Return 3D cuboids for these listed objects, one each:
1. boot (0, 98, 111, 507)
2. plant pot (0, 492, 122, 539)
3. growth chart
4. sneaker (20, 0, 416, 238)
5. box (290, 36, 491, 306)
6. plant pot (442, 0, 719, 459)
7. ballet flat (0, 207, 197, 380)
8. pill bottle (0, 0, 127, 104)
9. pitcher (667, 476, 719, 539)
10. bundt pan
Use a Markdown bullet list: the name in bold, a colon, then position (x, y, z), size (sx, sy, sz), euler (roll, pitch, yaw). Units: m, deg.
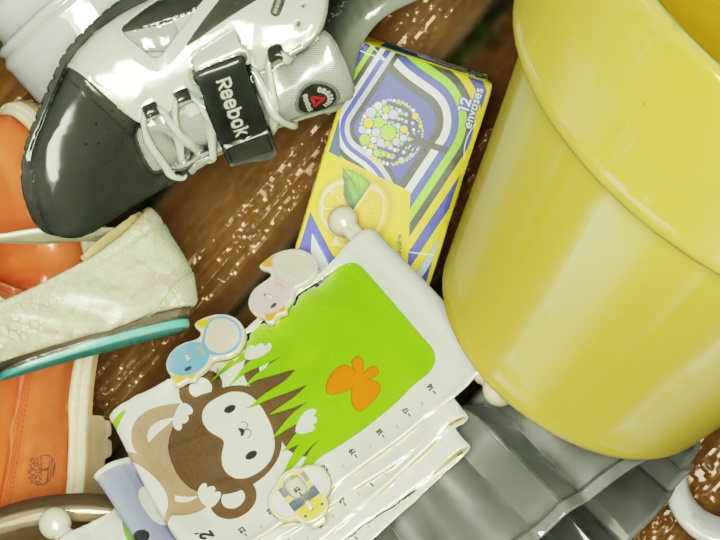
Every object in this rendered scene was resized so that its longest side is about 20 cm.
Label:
- **boot**: position (-0.168, 0.027, 0.873), size (0.107, 0.075, 0.202), euler (-7, 101, -38)
- **plant pot**: position (-0.121, 0.190, 0.875), size (0.199, 0.093, 0.203), euler (0, 99, -2)
- **growth chart**: position (-0.036, 0.071, 0.801), size (0.200, 0.018, 0.144), euler (-45, 56, -13)
- **sneaker**: position (-0.052, -0.082, 0.812), size (0.200, 0.088, 0.074), euler (-47, 143, -16)
- **box**: position (0.000, 0.000, 0.896), size (0.064, 0.070, 0.202), euler (17, 99, 0)
- **plant pot**: position (0.128, -0.034, 0.758), size (0.200, 0.201, 0.189), euler (29, 127, -6)
- **ballet flat**: position (-0.163, 0.022, 0.818), size (0.199, 0.067, 0.063), euler (-19, 89, -27)
- **pill bottle**: position (-0.169, -0.174, 0.841), size (0.112, 0.112, 0.200), euler (-40, 98, 5)
- **pitcher**: position (0.210, 0.033, 0.892), size (0.170, 0.121, 0.202), euler (-10, 112, 12)
- **bundt pan**: position (0.049, 0.115, 0.865), size (0.202, 0.202, 0.076), euler (-44, 72, 5)
